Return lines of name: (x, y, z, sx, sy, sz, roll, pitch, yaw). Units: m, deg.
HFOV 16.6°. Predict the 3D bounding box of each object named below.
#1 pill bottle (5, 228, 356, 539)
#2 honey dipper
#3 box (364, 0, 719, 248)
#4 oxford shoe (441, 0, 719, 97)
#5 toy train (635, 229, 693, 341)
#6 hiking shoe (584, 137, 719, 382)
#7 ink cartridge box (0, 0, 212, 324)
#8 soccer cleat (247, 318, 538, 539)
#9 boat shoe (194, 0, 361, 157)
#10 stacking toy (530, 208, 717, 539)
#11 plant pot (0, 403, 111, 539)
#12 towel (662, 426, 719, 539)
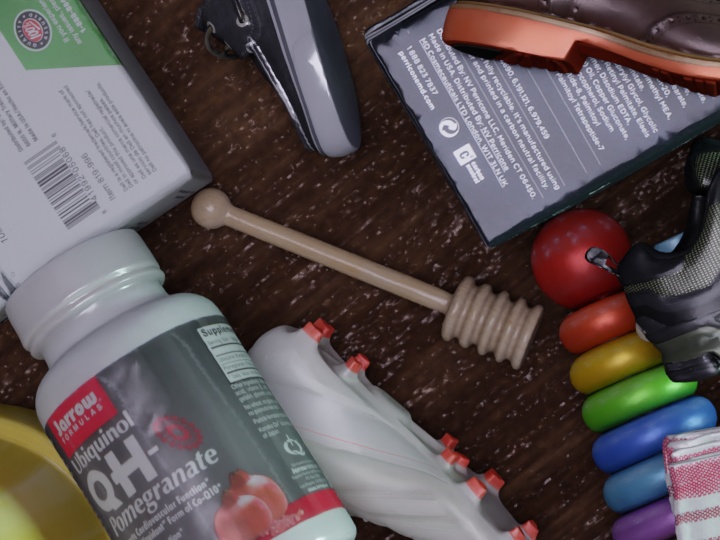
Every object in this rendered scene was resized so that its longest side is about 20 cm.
pill bottle: (-0.098, 0.082, 1.268, 0.111, 0.111, 0.200, -34, 78, 5)
honey dipper: (0.000, 0.000, 1.327, 0.199, 0.038, 0.038, 21, 92, 7)
box: (0.121, -0.111, 1.231, 0.196, 0.200, 0.124, -31, 89, 6)
oxford shoe: (0.139, -0.119, 1.095, 0.199, 0.071, 0.073, 10, 89, 4)
toy train: (0.235, 0.055, 1.282, 0.150, 0.056, 0.200, -28, 89, -6)
hiking shoe: (0.211, -0.035, 1.220, 0.200, 0.076, 0.101, -38, 94, -6)
ink cartridge box: (-0.203, -0.053, 1.323, 0.200, 0.083, 0.147, -33, 87, 4)
soccer cleat: (0.013, 0.110, 1.314, 0.200, 0.069, 0.078, 42, 99, 11)
boat shoe: (-0.060, -0.147, 1.318, 0.066, 0.070, 0.201, -22, 88, 13)
stacking toy: (0.142, 0.063, 1.295, 0.085, 0.085, 0.201, -24, 83, 5)
plant pot: (-0.216, 0.172, 1.274, 0.200, 0.189, 0.202, 0, 89, 6)
towel: (0.236, 0.165, 1.237, 0.146, 0.030, 0.201, -11, 102, -2)
